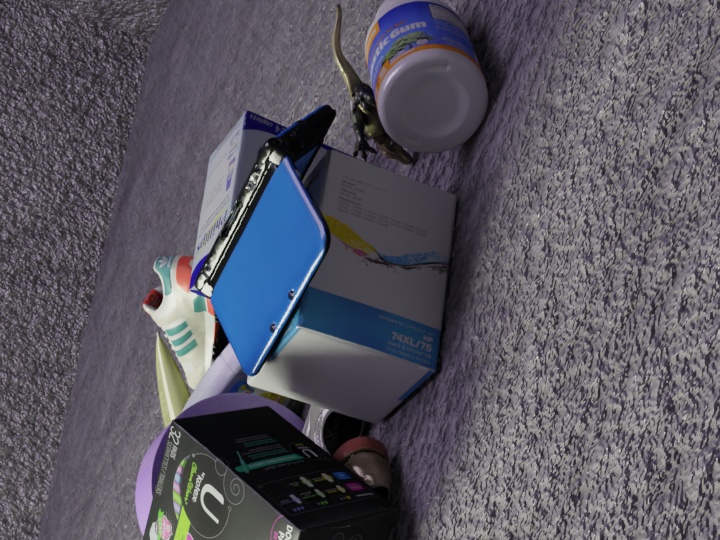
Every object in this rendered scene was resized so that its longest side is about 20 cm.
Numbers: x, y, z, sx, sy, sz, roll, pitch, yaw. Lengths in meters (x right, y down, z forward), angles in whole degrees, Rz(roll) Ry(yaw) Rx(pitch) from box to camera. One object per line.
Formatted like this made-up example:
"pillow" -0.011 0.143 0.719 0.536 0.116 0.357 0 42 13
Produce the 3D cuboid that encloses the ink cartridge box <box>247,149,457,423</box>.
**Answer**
"ink cartridge box" -0.007 0.017 1.588 0.147 0.145 0.201 133 151 -56

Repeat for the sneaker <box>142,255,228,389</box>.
"sneaker" -0.206 0.057 1.899 0.201 0.093 0.071 97 -171 -45

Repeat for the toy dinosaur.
"toy dinosaur" 0.003 -0.174 1.710 0.088 0.047 0.201 -89 -20 -53

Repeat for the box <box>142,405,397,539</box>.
"box" -0.088 0.240 1.491 0.200 0.124 0.150 34 117 40

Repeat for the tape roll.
"tape roll" -0.129 0.232 1.675 0.066 0.199 0.202 137 147 -60

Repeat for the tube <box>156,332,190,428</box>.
"tube" -0.217 0.177 1.963 0.058 0.052 0.201 -34 66 34

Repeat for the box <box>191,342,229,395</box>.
"box" -0.142 0.089 2.025 0.200 0.049 0.200 -66 10 -23

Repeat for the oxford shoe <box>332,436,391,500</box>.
"oxford shoe" -0.028 0.257 1.552 0.075 0.070 0.201 -112 40 -57

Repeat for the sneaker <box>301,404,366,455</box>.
"sneaker" -0.014 0.122 1.663 0.082 0.074 0.202 167 108 -65

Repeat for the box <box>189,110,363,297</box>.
"box" -0.083 -0.049 1.837 0.105 0.183 0.201 -43 33 46

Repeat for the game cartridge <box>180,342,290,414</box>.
"game cartridge" -0.131 0.141 1.790 0.041 0.133 0.201 51 123 31

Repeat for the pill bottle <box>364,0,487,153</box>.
"pill bottle" 0.062 -0.213 1.661 0.200 0.111 0.113 -101 33 -58

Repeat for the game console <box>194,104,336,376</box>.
"game console" -0.067 -0.030 1.542 0.171 0.118 0.201 -40 -14 -51
